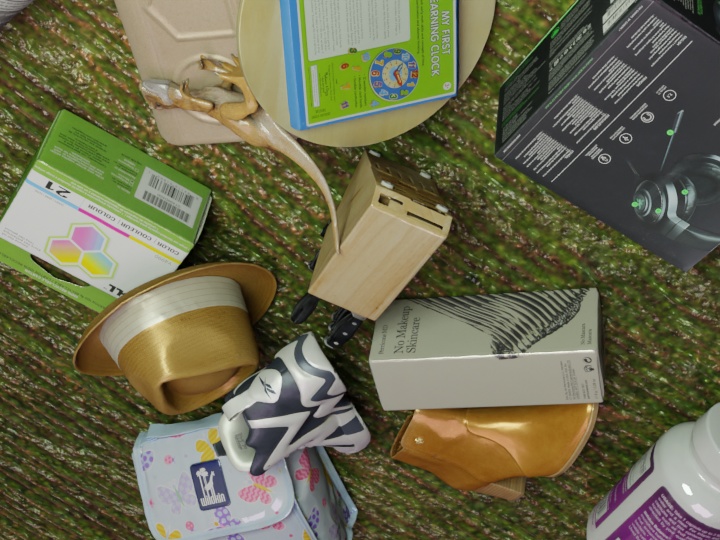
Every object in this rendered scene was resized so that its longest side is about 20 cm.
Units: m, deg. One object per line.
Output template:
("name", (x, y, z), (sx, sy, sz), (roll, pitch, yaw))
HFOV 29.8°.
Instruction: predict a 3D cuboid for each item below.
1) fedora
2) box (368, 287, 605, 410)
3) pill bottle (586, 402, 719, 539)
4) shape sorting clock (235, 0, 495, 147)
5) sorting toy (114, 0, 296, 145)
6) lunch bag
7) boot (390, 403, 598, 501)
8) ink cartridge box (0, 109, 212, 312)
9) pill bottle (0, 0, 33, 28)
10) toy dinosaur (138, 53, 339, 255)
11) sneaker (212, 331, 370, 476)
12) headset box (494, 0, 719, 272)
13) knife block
("fedora", (-0.149, 0.069, 1.175), (0.200, 0.082, 0.201), (-24, 159, -10))
("box", (0.113, 0.070, 1.191), (0.199, 0.082, 0.069), (-4, 132, 13))
("pill bottle", (0.305, 0.212, 1.265), (0.112, 0.113, 0.200), (22, 133, -10))
("shape sorting clock", (0.006, -0.180, 0.955), (0.199, 0.039, 0.201), (-12, 126, -17))
("sorting toy", (-0.085, -0.179, 1.032), (0.199, 0.037, 0.186), (1, 133, 16))
("lunch bag", (-0.119, 0.228, 1.356), (0.169, 0.127, 0.200), (-12, 123, 18))
("boot", (0.119, 0.148, 1.268), (0.144, 0.071, 0.201), (21, 138, -13))
("ink cartridge box", (-0.241, -0.021, 1.177), (0.147, 0.076, 0.200), (29, 130, -16))
("pill bottle", (-0.315, -0.209, 0.989), (0.200, 0.114, 0.114), (-29, 122, 32))
("toy dinosaur", (-0.074, -0.112, 1.026), (0.200, 0.060, 0.106), (33, 142, 14))
("sneaker", (-0.070, 0.140, 1.237), (0.129, 0.080, 0.199), (-29, 159, -4))
("headset box", (0.228, -0.115, 0.986), (0.200, 0.093, 0.174), (29, 131, -16))
("knife block", (0.000, 0.000, 1.089), (0.064, 0.200, 0.176), (22, 103, -10))
